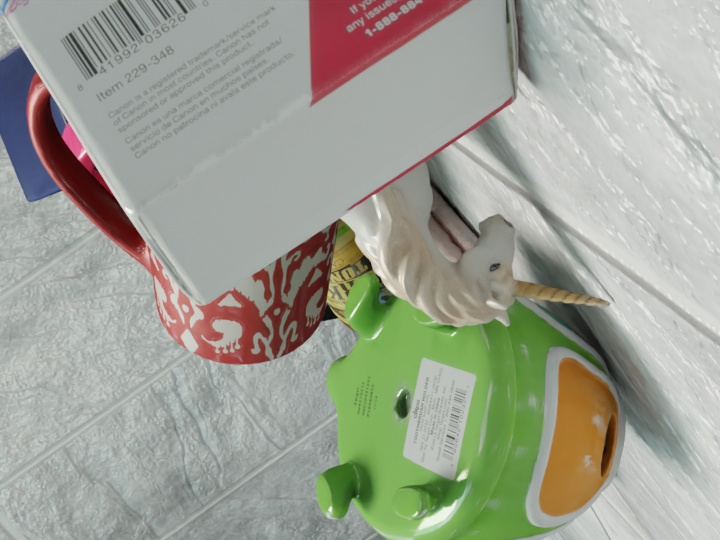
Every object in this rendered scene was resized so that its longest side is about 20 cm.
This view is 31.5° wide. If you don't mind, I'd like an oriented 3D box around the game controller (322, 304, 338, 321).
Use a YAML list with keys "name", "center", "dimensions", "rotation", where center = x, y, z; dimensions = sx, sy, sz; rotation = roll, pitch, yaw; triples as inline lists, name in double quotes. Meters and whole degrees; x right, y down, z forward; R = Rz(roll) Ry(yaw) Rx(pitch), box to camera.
- name: "game controller"
  center: [-0.057, 0.002, 1.001]
  dimensions: [0.199, 0.042, 0.105]
  rotation: [-12, 123, 37]

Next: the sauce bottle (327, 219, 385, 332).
- name: "sauce bottle"
  center: [0.000, 0.000, 0.898]
  dimensions: [0.065, 0.065, 0.200]
  rotation: [51, 176, 48]

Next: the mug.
- name: "mug"
  center: [-0.085, -0.060, 0.741]
  dimensions: [0.177, 0.134, 0.201]
  rotation: [26, 140, 19]

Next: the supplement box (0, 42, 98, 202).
- name: "supplement box"
  center: [-0.173, -0.143, 0.992]
  dimensions: [0.108, 0.199, 0.110]
  rotation: [-13, 100, 50]

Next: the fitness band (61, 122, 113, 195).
- name: "fitness band"
  center: [-0.102, -0.097, 0.838]
  dimensions: [0.038, 0.199, 0.144]
  rotation: [65, 147, 15]

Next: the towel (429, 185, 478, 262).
- name: "towel"
  center: [0.058, 0.001, 0.880]
  dimensions: [0.191, 0.032, 0.200]
  rotation: [53, 176, 39]

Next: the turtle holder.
- name: "turtle holder"
  center: [0.052, 0.083, 0.671]
  dimensions: [0.185, 0.131, 0.142]
  rotation: [-39, 47, 51]

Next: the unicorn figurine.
- name: "unicorn figurine"
  center: [0.004, -0.051, 0.573]
  dimensions: [0.199, 0.074, 0.138]
  rotation: [18, -130, -30]

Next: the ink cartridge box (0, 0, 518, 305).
- name: "ink cartridge box"
  center: [-0.056, -0.112, 0.470]
  dimensions: [0.201, 0.147, 0.086]
  rotation: [55, 175, 27]

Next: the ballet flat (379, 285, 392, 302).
- name: "ballet flat"
  center: [0.058, 0.080, 0.909]
  dimensions: [0.074, 0.074, 0.200]
  rotation: [53, -179, 35]
